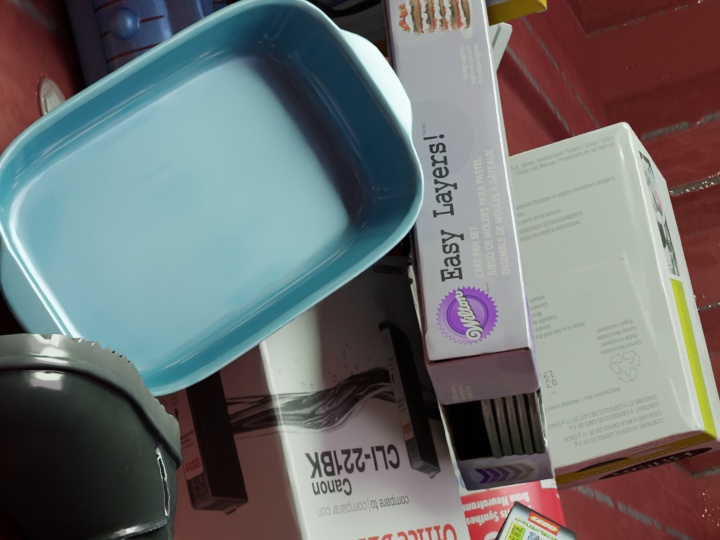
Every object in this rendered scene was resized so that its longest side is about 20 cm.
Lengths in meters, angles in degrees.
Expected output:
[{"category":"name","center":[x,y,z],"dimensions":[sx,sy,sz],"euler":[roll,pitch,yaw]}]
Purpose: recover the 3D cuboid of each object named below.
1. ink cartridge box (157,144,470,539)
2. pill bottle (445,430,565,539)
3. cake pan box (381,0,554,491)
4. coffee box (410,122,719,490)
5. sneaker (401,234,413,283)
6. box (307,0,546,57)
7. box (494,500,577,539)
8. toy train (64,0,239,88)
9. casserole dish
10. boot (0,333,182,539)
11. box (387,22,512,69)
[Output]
[{"category":"ink cartridge box","center":[-0.034,0.056,0.951],"dimensions":[0.144,0.083,0.202],"euler":[2,73,-59]},{"category":"pill bottle","center":[0.074,0.196,1.243],"dimensions":[0.112,0.111,0.202],"euler":[25,51,-73]},{"category":"cake pan box","center":[0.050,-0.013,0.981],"dimensions":[0.184,0.052,0.202],"euler":[67,15,-64]},{"category":"coffee box","center":[0.121,0.042,1.414],"dimensions":[0.198,0.198,0.202],"euler":[27,49,-72]},{"category":"sneaker","center":[0.000,0.000,1.087],"dimensions":[0.074,0.079,0.202],"euler":[-75,149,-67]},{"category":"box","center":[-0.013,-0.157,0.943],"dimensions":[0.200,0.118,0.042],"euler":[34,49,-52]},{"category":"box","center":[0.035,0.212,0.964],"dimensions":[0.201,0.035,0.110],"euler":[-64,175,13]},{"category":"toy train","center":[-0.094,-0.130,0.994],"dimensions":[0.114,0.086,0.202],"euler":[-13,90,-68]},{"category":"casserole dish","center":[-0.064,-0.029,0.859],"dimensions":[0.122,0.199,0.039],"euler":[56,-27,-2]},{"category":"boot","center":[-0.096,0.137,0.742],"dimensions":[0.165,0.065,0.202],"euler":[42,40,-63]},{"category":"box","center":[-0.001,-0.157,1.254],"dimensions":[0.200,0.155,0.042],"euler":[-15,126,-78]}]
